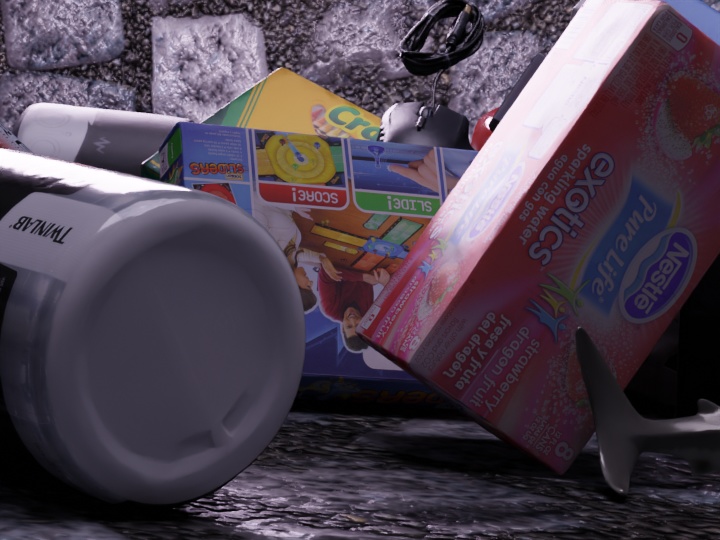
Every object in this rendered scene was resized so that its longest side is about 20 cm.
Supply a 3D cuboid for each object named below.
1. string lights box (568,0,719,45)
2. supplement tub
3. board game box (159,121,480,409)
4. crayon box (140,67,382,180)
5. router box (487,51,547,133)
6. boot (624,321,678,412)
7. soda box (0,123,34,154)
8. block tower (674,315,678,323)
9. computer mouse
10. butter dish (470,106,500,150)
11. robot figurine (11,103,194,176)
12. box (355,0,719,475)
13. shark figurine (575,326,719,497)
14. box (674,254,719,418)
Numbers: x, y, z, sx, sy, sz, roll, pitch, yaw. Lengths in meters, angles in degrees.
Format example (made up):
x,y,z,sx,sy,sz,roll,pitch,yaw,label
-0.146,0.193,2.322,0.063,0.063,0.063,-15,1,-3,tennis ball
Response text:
x,y,z,sx,sy,sz,roll,pitch,yaw,label
0.211,-0.084,1.433,0.200,0.103,0.059,34,60,18,string lights box
-0.123,0.017,0.992,0.122,0.123,0.200,2,7,-38,supplement tub
0.000,0.000,1.264,0.199,0.136,0.034,5,-24,-22,board game box
-0.010,-0.027,1.386,0.200,0.058,0.119,29,50,30,crayon box
0.175,-0.029,1.369,0.200,0.052,0.157,34,-2,18,router box
0.166,0.040,1.430,0.138,0.078,0.200,15,22,33,boot
-0.175,-0.027,1.163,0.200,0.068,0.064,43,4,-4,soda box
0.286,0.047,1.530,0.199,0.054,0.058,6,5,-1,block tower
0.042,-0.099,1.397,0.058,0.034,0.200,4,41,7,computer mouse
0.126,-0.038,1.658,0.147,0.200,0.200,-12,10,-13,butter dish
-0.149,-0.033,1.512,0.199,0.125,0.151,6,50,3,robot figurine
0.100,-0.019,1.146,0.095,0.200,0.103,36,-3,-15,box
0.204,0.063,1.109,0.214,0.090,0.128,9,5,11,shark figurine
0.257,0.037,1.222,0.199,0.044,0.160,8,-29,9,box
